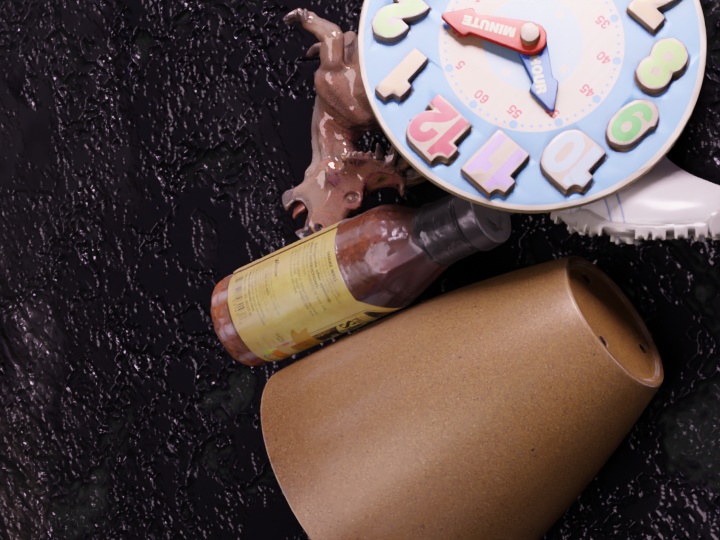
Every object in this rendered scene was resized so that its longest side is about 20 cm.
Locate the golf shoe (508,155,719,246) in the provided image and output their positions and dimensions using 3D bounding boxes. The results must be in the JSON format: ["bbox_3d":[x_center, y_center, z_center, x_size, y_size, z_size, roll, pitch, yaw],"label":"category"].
[{"bbox_3d":[0.137,-0.071,1.435,0.200,0.078,0.098,16,104,33],"label":"golf shoe"}]

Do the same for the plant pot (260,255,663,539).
[{"bbox_3d":[0.074,0.083,1.464,0.200,0.186,0.187,-37,77,23],"label":"plant pot"}]

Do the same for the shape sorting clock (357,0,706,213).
[{"bbox_3d":[0.098,-0.130,1.403,0.199,0.039,0.201,-1,78,4],"label":"shape sorting clock"}]

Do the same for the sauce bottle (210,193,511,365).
[{"bbox_3d":[0.000,0.000,1.474,0.200,0.066,0.066,-23,86,35],"label":"sauce bottle"}]

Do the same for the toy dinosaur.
[{"bbox_3d":[0.025,-0.118,1.505,0.200,0.086,0.136,-43,73,31],"label":"toy dinosaur"}]
